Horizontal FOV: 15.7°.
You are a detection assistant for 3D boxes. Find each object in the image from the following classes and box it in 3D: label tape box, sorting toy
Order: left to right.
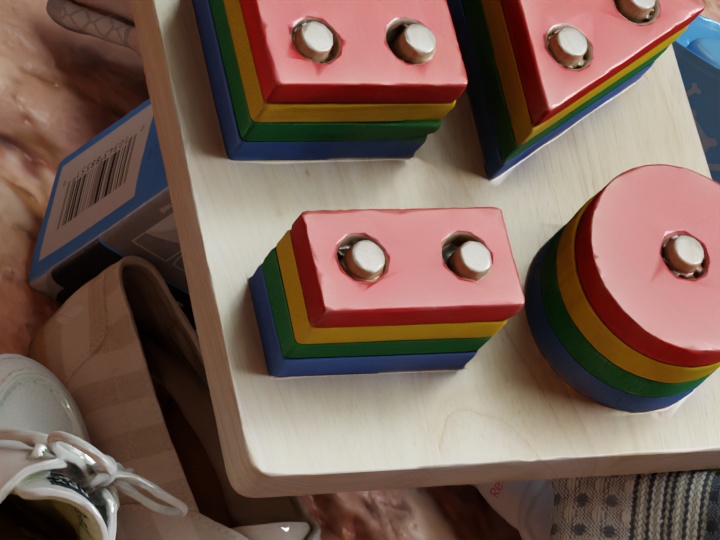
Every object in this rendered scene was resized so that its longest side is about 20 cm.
[{"bbox_3d":[0.000,0.000,0.983,0.200,0.144,0.063,30,51,-26],"label":"label tape box"},{"bbox_3d":[0.041,-0.036,0.863,0.198,0.070,0.201,-1,64,-26],"label":"sorting toy"}]

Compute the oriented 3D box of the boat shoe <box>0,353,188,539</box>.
[{"bbox_3d":[-0.098,0.081,0.810,0.075,0.086,0.202,34,30,-21],"label":"boat shoe"}]

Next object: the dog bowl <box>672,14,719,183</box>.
[{"bbox_3d":[0.187,-0.037,1.045,0.200,0.050,0.111,35,19,24],"label":"dog bowl"}]

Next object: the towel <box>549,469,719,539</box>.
[{"bbox_3d":[0.142,0.168,0.858,0.035,0.192,0.201,35,61,-64],"label":"towel"}]

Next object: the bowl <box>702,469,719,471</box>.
[{"bbox_3d":[0.198,0.156,1.070,0.200,0.200,0.108,46,70,2],"label":"bowl"}]

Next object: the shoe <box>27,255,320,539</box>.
[{"bbox_3d":[-0.055,0.082,0.904,0.070,0.053,0.200,6,47,-51],"label":"shoe"}]

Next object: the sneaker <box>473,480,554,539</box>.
[{"bbox_3d":[0.098,0.064,1.123,0.099,0.078,0.200,37,17,18],"label":"sneaker"}]

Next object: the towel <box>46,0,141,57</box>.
[{"bbox_3d":[-0.009,-0.068,1.107,0.191,0.032,0.200,29,9,40],"label":"towel"}]
